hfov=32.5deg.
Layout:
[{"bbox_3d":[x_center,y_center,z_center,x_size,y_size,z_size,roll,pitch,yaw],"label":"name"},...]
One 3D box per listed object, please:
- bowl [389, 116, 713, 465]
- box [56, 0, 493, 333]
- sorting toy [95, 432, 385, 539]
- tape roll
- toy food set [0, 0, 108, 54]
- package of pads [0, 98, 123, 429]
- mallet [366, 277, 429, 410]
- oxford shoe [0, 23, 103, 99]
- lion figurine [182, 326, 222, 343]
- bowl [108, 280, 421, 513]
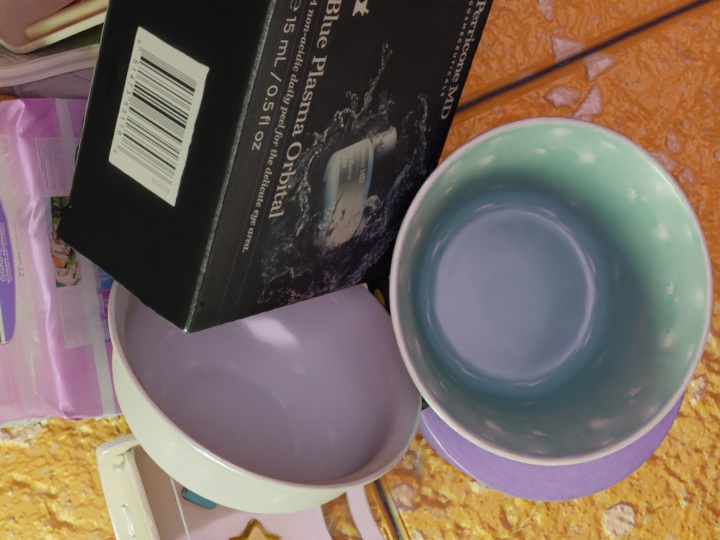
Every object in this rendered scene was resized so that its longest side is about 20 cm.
[{"bbox_3d":[0.106,0.014,0.769,0.197,0.105,0.205,0,87,-8],"label":"bowl"},{"bbox_3d":[-0.044,-0.093,0.701,0.117,0.199,0.199,32,118,29],"label":"box"},{"bbox_3d":[-0.062,0.185,0.817,0.177,0.107,0.203,-17,85,-17],"label":"sorting toy"},{"bbox_3d":[0.124,0.054,0.856,0.196,0.066,0.204,0,88,-6],"label":"tape roll"},{"bbox_3d":[-0.139,-0.204,0.752,0.143,0.198,0.061,-43,114,-32],"label":"toy food set"},{"bbox_3d":[-0.208,-0.001,0.787,0.075,0.119,0.204,-8,88,-48],"label":"package of pads"},{"bbox_3d":[0.000,0.000,0.824,0.065,0.041,0.203,-18,73,25],"label":"mallet"},{"bbox_3d":[-0.190,-0.131,0.814,0.196,0.076,0.058,-6,127,8],"label":"oxford shoe"},{"bbox_3d":[-0.111,-0.019,0.833,0.121,0.072,0.204,-12,105,-32],"label":"lion figurine"},{"bbox_3d":[-0.069,0.073,0.750,0.199,0.202,0.091,28,128,-6],"label":"bowl"}]
